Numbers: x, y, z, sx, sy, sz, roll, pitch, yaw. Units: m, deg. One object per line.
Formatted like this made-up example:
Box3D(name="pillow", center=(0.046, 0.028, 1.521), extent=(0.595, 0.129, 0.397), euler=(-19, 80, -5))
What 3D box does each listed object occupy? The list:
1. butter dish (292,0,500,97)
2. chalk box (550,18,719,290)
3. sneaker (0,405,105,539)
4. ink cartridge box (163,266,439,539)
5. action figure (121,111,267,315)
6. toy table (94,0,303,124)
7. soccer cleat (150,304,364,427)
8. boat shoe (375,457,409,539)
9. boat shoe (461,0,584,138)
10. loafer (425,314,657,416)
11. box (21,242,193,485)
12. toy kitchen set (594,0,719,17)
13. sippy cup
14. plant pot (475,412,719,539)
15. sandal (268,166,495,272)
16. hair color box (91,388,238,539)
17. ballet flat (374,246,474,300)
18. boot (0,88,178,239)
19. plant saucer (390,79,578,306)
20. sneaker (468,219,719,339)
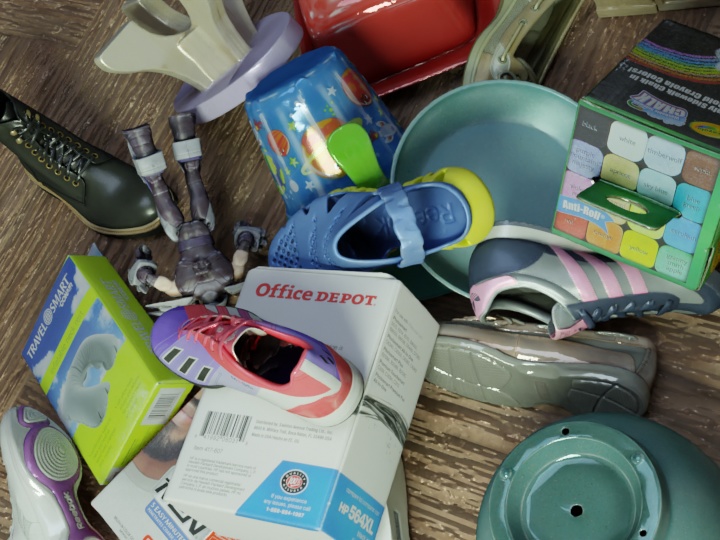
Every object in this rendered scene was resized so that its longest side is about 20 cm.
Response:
Box3D(name="butter dish", center=(0.011, -0.275, 1.276), extent=(0.199, 0.148, 0.200), euler=(-20, 57, 15))
Box3D(name="chalk box", center=(0.226, -0.078, 1.020), extent=(0.125, 0.124, 0.200), euler=(26, 44, 22))
Box3D(name="sneaker", center=(-0.279, 0.212, 1.179), extent=(0.100, 0.075, 0.200), euler=(-36, 64, 24))
Box3D(name="ink cartridge box", center=(-0.041, 0.105, 1.050), extent=(0.146, 0.084, 0.200), euler=(4, 63, 33))
Box3D(name="action figure", center=(-0.152, -0.039, 1.246), extent=(0.130, 0.069, 0.200), euler=(-16, 92, -17))
Box3D(name="toy table", center=(-0.149, -0.220, 1.285), extent=(0.200, 0.117, 0.184), euler=(-14, 38, 53))
Box3D(name="soccer cleat", center=(-0.089, 0.056, 1.005), extent=(0.200, 0.073, 0.068), euler=(18, 72, 38))
Box3D(name="boat shoe", center=(-0.001, 0.194, 1.081), extent=(0.068, 0.072, 0.200), euler=(-16, 67, 16))
Box3D(name="boat shoe", center=(0.146, -0.190, 1.215), extent=(0.063, 0.073, 0.201), euler=(8, 60, 34))
Box3D(name="loafer", center=(0.134, 0.068, 1.089), extent=(0.200, 0.072, 0.063), euler=(10, 51, 23))
Box3D(name="box", center=(-0.233, 0.079, 1.233), extent=(0.200, 0.048, 0.122), euler=(48, 119, 35))
Box3D(name="toy kitchen set", center=(0.265, -0.224, 1.118), extent=(0.200, 0.163, 0.181), euler=(0, 64, 26))
Box3D(name="sippy cup", center=(-0.030, -0.116, 1.188), extent=(0.178, 0.130, 0.140), euler=(-11, 27, 46))
Box3D(name="plant pot", center=(0.164, 0.183, 0.963), extent=(0.200, 0.134, 0.200), euler=(-11, 60, 20))
Box3D(name="sandal", center=(0.001, -0.028, 1.066), extent=(0.200, 0.087, 0.080), euler=(-20, 94, 36))
Box3D(name="hair color box", center=(-0.113, 0.164, 1.148), extent=(0.200, 0.064, 0.111), euler=(-46, 54, -5))
Box3D(name="ballet flat", center=(0.000, 0.000, 1.180), extent=(0.200, 0.068, 0.075), euler=(-16, 25, 5))
Box3D(name="boot", center=(-0.283, -0.105, 1.328), extent=(0.200, 0.138, 0.077), euler=(19, 73, 31))
Box3D(name="plant saucer", center=(0.121, -0.060, 1.136), extent=(0.200, 0.036, 0.200), euler=(2, 72, -5))
Box3D(name="sneaker", center=(0.180, 0.022, 1.059), extent=(0.200, 0.070, 0.082), euler=(10, 64, 6))
